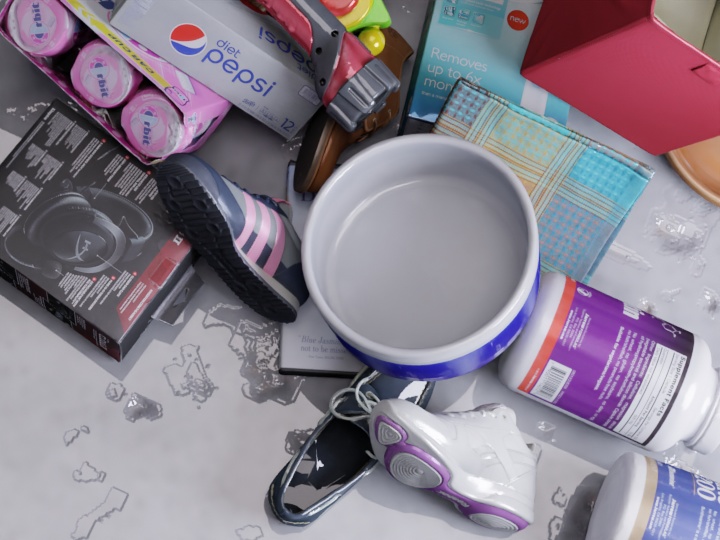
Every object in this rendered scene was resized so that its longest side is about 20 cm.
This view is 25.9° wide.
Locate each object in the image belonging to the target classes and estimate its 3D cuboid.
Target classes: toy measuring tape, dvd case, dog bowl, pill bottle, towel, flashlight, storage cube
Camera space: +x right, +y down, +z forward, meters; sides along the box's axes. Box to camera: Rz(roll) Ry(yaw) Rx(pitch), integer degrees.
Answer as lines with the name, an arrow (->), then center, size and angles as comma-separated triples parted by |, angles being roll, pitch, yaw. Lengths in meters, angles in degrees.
toy measuring tape -> -0.038, -0.280, 1.411 | 0.073, 0.074, 0.201 | -27, 87, -14
dvd case -> 0.000, 0.000, 1.424 | 0.142, 0.018, 0.201 | 3, 73, -6
dog bowl -> 0.053, -0.011, 1.327 | 0.199, 0.079, 0.201 | -3, 69, 8
pill bottle -> 0.229, 0.087, 1.380 | 0.199, 0.113, 0.113 | 24, 72, -1
towel -> 0.144, -0.071, 1.407 | 0.199, 0.022, 0.147 | 25, 114, -8
flashlight -> -0.056, -0.211, 1.363 | 0.200, 0.068, 0.068 | 44, 45, 4
storage cube -> 0.277, -0.226, 1.380 | 0.199, 0.179, 0.172 | 26, 68, -26
pill bottle -> 0.303, 0.240, 1.346 | 0.199, 0.111, 0.112 | 21, 72, -2

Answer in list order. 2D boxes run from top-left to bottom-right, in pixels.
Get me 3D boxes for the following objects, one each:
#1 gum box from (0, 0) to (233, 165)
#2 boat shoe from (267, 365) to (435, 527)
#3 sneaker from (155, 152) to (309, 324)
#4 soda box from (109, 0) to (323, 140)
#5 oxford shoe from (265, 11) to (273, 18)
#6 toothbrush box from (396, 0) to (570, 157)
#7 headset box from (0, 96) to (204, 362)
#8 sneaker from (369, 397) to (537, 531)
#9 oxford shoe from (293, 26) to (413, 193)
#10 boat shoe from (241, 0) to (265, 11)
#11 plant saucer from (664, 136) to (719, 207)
gum box -> -0.212, -0.181, 1.391 | 0.200, 0.113, 0.066 | 42, 112, 6
boat shoe -> -0.004, 0.140, 1.352 | 0.200, 0.062, 0.075 | -42, 89, -12
sneaker -> -0.101, -0.045, 1.338 | 0.070, 0.200, 0.082 | 6, 54, 38
soda box -> -0.121, -0.205, 1.394 | 0.199, 0.063, 0.068 | 32, 33, -22
oxford shoe -> -0.010, -0.274, 1.480 | 0.200, 0.075, 0.071 | -40, 86, 4
toothbrush box -> 0.127, -0.199, 1.466 | 0.146, 0.085, 0.201 | 16, 71, -4
headset box -> -0.231, -0.029, 1.370 | 0.200, 0.077, 0.149 | 35, 72, 2
sneaker -> 0.081, 0.147, 1.338 | 0.200, 0.075, 0.100 | 37, 58, -37
oxford shoe -> -0.002, -0.146, 1.435 | 0.071, 0.071, 0.201 | 32, 64, -14
boat shoe -> -0.171, -0.277, 1.422 | 0.199, 0.076, 0.072 | 12, 89, 15
plant saucer -> 0.377, -0.143, 1.508 | 0.199, 0.037, 0.201 | 2, 73, -7
